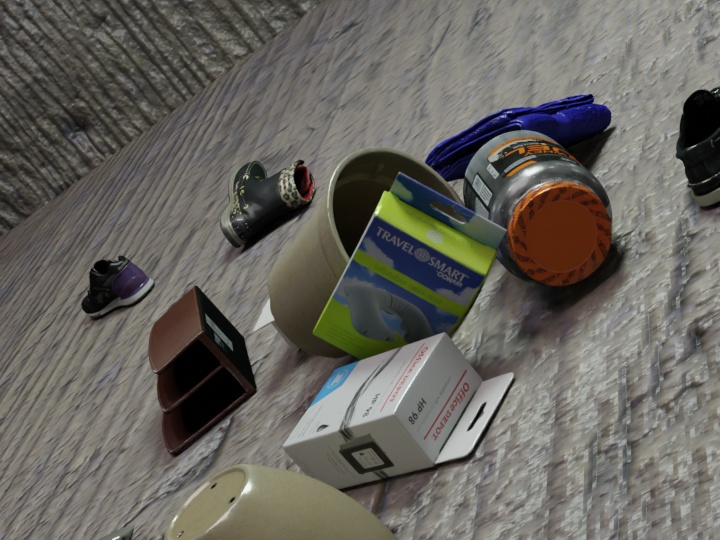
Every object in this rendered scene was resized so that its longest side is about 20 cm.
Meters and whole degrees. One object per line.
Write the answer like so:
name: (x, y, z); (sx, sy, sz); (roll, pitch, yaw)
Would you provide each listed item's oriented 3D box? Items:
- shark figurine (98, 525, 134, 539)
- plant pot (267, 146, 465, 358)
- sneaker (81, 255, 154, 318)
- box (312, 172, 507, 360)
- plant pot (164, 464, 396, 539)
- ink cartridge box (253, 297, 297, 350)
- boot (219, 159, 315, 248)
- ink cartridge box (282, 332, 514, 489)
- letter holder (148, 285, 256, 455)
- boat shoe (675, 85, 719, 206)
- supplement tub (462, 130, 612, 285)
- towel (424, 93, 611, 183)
shark figurine: (-0.304, 0.335, 1.544); (0.128, 0.090, 0.215); (-38, 15, 8)
plant pot: (0.000, 0.000, 1.611); (0.183, 0.200, 0.201); (-39, 13, 45)
sneaker: (-0.437, 0.018, 2.592); (0.199, 0.088, 0.076); (-19, 26, 49)
box: (0.045, 0.014, 1.427); (0.201, 0.121, 0.048); (-62, 0, 43)
plant pot: (-0.087, 0.241, 1.243); (0.200, 0.135, 0.201); (-36, 17, 13)
ink cartridge box: (-0.042, 0.020, 1.805); (0.117, 0.067, 0.200); (-28, 20, 32)
boot: (-0.138, -0.132, 2.375); (0.153, 0.074, 0.204); (-29, 27, 25)
ink cartridge box: (0.034, 0.129, 1.382); (0.199, 0.067, 0.116); (-22, 24, 45)
letter holder: (-0.221, 0.125, 1.867); (0.142, 0.101, 0.200); (-40, 17, 3)
boat shoe: (0.335, -0.140, 1.424); (0.074, 0.066, 0.200); (-25, 22, 39)
supplement tub: (0.175, -0.060, 1.467); (0.122, 0.123, 0.200); (-38, 18, 5)
towel: (0.174, -0.149, 1.664); (0.147, 0.050, 0.199); (-23, -6, 39)
